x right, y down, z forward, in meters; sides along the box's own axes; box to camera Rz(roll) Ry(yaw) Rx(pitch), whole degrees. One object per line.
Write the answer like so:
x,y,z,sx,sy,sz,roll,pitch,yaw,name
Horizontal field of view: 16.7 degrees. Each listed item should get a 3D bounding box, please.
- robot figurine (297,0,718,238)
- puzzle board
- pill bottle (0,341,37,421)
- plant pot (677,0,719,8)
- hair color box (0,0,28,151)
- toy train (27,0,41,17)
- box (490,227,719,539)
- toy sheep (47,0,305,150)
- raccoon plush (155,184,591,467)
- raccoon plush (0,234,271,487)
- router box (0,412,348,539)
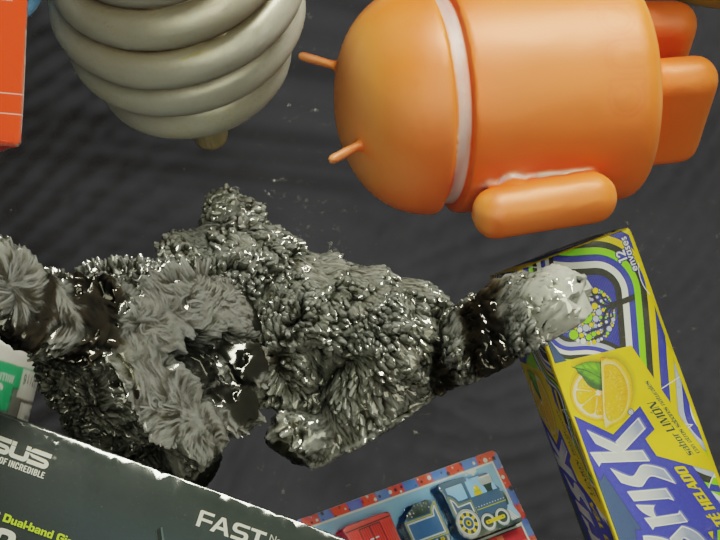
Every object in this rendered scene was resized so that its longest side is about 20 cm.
0.072,-0.089,1.215,0.198,0.117,0.145,-5,90,-13,robot figurine
0.025,0.179,1.177,0.199,0.017,0.152,-16,74,-38,puzzle board
-0.224,0.120,1.141,0.112,0.113,0.202,14,84,-11,pill bottle
0.204,-0.208,1.226,0.141,0.200,0.201,-24,92,12,plant pot
-0.184,-0.151,1.076,0.063,0.111,0.202,2,87,-21,hair color box
-0.232,-0.111,1.157,0.114,0.087,0.201,32,81,-24,toy train
0.133,0.084,1.239,0.064,0.070,0.201,-21,91,-10,box
-0.085,-0.133,1.163,0.137,0.201,0.139,-8,49,9,toy sheep
0.000,0.000,1.176,0.199,0.097,0.135,-29,97,17,raccoon plush
-0.134,0.033,1.109,0.200,0.134,0.097,41,55,-25,raccoon plush
-0.107,0.162,1.048,0.199,0.062,0.151,20,65,-6,router box
